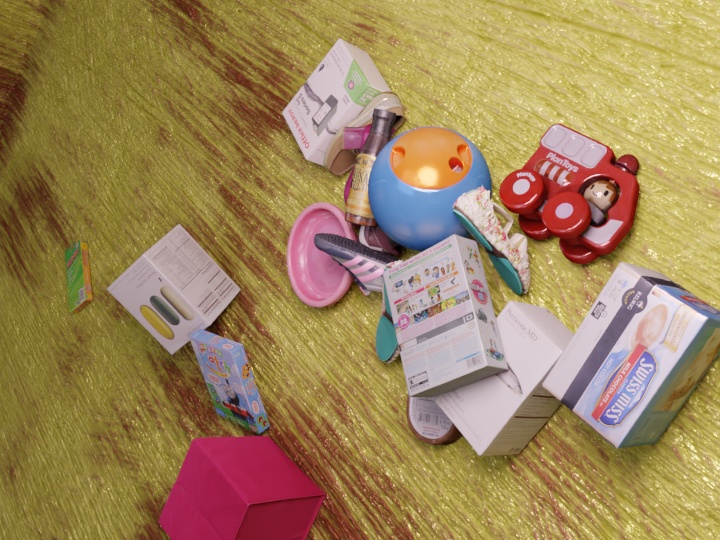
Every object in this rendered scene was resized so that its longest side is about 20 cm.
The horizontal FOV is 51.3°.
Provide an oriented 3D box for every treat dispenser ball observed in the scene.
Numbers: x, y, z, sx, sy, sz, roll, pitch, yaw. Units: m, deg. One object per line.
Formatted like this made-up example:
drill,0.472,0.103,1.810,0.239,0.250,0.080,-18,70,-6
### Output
treat dispenser ball,0.111,-0.131,1.209,0.200,0.200,0.202,-10,76,42

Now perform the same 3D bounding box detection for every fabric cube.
fabric cube,-0.225,0.453,1.420,0.199,0.196,0.201,33,104,40

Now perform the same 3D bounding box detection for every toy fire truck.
toy fire truck,0.313,-0.118,1.093,0.168,0.112,0.200,-52,50,-1

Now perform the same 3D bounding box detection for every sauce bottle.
sauce bottle,0.020,-0.177,1.296,0.066,0.066,0.201,17,100,43

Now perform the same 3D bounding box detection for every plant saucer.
plant saucer,-0.067,-0.029,1.448,0.200,0.051,0.201,-3,87,48

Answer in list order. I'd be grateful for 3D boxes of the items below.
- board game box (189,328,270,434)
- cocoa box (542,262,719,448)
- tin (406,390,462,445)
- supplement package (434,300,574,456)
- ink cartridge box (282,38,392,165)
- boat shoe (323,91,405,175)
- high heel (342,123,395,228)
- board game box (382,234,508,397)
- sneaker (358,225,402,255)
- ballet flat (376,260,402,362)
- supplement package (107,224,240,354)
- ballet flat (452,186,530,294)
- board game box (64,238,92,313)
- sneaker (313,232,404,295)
board game box,-0.270,0.227,1.542,0.151,0.037,0.201,12,124,44
cocoa box,0.362,0.112,0.974,0.131,0.133,0.200,41,111,39
tin,0.131,0.189,1.245,0.112,0.042,0.201,0,82,39
supplement package,0.227,0.161,1.103,0.117,0.117,0.200,49,114,38
ink cartridge box,-0.047,-0.324,1.475,0.200,0.084,0.146,-46,54,28
boat shoe,0.006,-0.247,1.418,0.200,0.074,0.067,-46,49,27
high heel,0.020,-0.169,1.380,0.096,0.067,0.201,4,119,18
board game box,0.121,0.069,1.101,0.147,0.064,0.201,-28,64,37
sneaker,0.076,-0.120,1.342,0.115,0.076,0.201,20,101,33
ballet flat,0.070,0.072,1.276,0.076,0.064,0.201,47,142,44
supplement package,-0.403,0.041,1.631,0.152,0.151,0.200,-35,102,32
ballet flat,0.214,-0.046,1.127,0.064,0.200,0.076,-44,29,-6
board game box,-0.821,0.013,2.178,0.095,0.030,0.201,-31,65,35
sneaker,0.000,0.000,1.328,0.199,0.070,0.082,24,111,8
